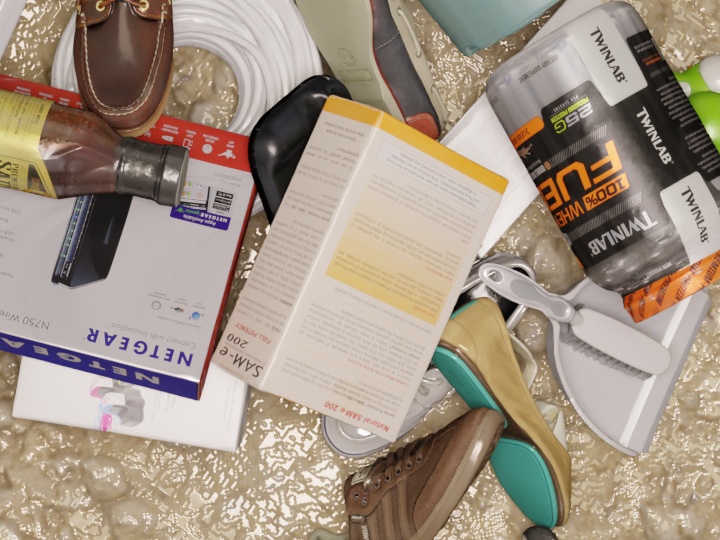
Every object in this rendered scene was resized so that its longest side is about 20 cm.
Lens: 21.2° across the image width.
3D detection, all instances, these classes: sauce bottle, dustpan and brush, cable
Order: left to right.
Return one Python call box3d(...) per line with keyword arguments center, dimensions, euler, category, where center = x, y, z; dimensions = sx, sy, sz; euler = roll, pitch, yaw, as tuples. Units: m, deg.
box3d(center=(-0.214, -0.082, 1.270), dimensions=(0.198, 0.066, 0.067), euler=(12, 88, 1), category="sauce bottle")
box3d(center=(-0.124, -0.129, 1.403), dimensions=(0.199, 0.069, 0.200), euler=(-37, 88, -3), category="cable")
box3d(center=(0.161, 0.039, 1.384), dimensions=(0.199, 0.057, 0.140), euler=(26, 85, -17), category="dustpan and brush")

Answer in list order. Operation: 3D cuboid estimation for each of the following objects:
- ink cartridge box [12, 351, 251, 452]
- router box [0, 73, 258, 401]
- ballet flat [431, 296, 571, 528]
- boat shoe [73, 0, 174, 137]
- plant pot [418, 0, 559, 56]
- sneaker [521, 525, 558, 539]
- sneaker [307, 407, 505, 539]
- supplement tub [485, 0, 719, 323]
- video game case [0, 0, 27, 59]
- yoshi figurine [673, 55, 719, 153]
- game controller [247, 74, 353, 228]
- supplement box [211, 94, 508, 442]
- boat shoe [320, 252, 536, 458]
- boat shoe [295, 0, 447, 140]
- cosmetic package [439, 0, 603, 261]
box3d(center=(-0.179, 0.079, 1.372), dimensions=(0.198, 0.115, 0.068), euler=(10, 87, -1), category="ink cartridge box")
box3d(center=(-0.180, -0.024, 1.314), dimensions=(0.198, 0.049, 0.181), euler=(14, 70, 0), category="router box")
box3d(center=(0.115, 0.102, 1.378), dimensions=(0.063, 0.068, 0.201), euler=(-47, 127, -24), category="ballet flat")
box3d(center=(-0.163, -0.190, 1.323), dimensions=(0.070, 0.070, 0.201), euler=(-1, 62, -1), category="boat shoe")
box3d(center=(0.081, -0.273, 1.361), dimensions=(0.200, 0.200, 0.197), euler=(-36, 97, -2), category="plant pot")
box3d(center=(0.099, 0.281, 1.396), dimensions=(0.079, 0.074, 0.202), euler=(14, 88, 1), category="sneaker")
box3d(center=(0.026, 0.160, 1.362), dimensions=(0.075, 0.070, 0.201), euler=(35, 121, 5), category="sneaker")
box3d(center=(0.182, -0.074, 1.331), dimensions=(0.122, 0.123, 0.201), euler=(-30, 87, -2), category="supplement tub")
box3d(center=(-0.287, -0.226, 1.367), dimensions=(0.181, 0.024, 0.201), euler=(22, 87, 42), category="video game case")
box3d(center=(0.303, -0.109, 1.399), dimensions=(0.198, 0.112, 0.113), euler=(-3, 95, 1), category="yoshi figurine")
box3d(center=(-0.021, -0.034, 1.363), dimensions=(0.104, 0.042, 0.201), euler=(-38, 122, -32), category="game controller")
box3d(center=(0.000, 0.000, 1.308), dimensions=(0.126, 0.073, 0.201), euler=(26, 88, -36), category="supplement box")
box3d(center=(0.052, 0.063, 1.404), dimensions=(0.199, 0.066, 0.072), euler=(-37, 90, -3), category="boat shoe")
box3d(center=(0.010, -0.170, 1.379), dimensions=(0.063, 0.071, 0.201), euler=(-40, 121, -32), category="boat shoe")
box3d(center=(0.124, -0.108, 1.419), dimensions=(0.082, 0.051, 0.200), euler=(42, 87, 3), category="cosmetic package")
